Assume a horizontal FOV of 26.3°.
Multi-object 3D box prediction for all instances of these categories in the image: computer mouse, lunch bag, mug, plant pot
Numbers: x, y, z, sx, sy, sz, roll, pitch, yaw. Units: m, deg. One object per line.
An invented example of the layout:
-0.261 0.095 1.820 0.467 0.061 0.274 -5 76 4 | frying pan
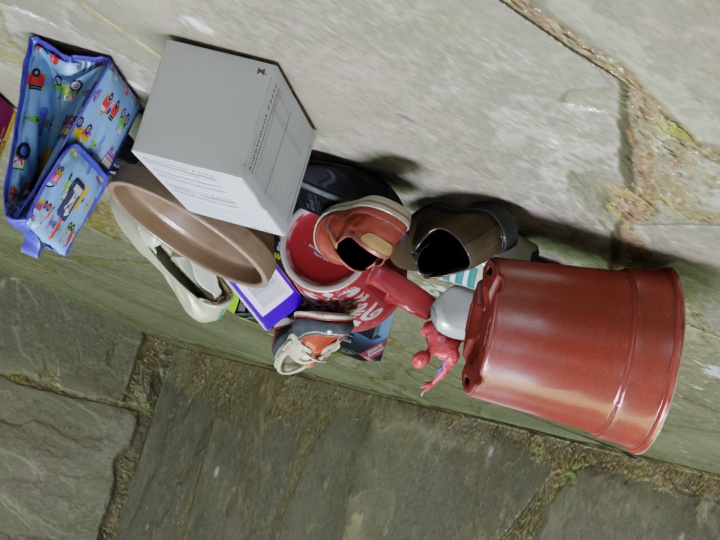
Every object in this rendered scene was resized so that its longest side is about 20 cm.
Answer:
-0.031 -0.093 1.647 0.198 0.053 0.139 24 163 6 | computer mouse
-0.310 -0.112 1.568 0.093 0.202 0.151 16 171 7 | lunch bag
-0.003 -0.011 1.818 0.175 0.135 0.200 -3 168 10 | mug
0.216 0.076 1.621 0.193 0.203 0.201 12 171 -6 | plant pot
-0.165 -0.073 1.656 0.200 0.093 0.201 28 166 8 | plant pot

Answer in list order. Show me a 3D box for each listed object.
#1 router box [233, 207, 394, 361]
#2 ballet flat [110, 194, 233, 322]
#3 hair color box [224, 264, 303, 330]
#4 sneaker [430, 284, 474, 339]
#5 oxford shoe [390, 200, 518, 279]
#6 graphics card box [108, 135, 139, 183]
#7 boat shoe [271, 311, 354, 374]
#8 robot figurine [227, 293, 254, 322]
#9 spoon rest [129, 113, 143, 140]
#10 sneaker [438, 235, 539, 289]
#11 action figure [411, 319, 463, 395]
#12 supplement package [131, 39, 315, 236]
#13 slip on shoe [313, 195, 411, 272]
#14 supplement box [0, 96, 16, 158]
-0.046 0.017 1.975 0.198 0.151 0.062 20 170 -22 | router box
-0.222 -0.026 1.841 0.201 0.069 0.069 52 163 -9 | ballet flat
-0.152 -0.026 1.856 0.110 0.065 0.200 54 179 -38 | hair color box
0.177 0.029 1.797 0.198 0.071 0.080 -11 164 -17 | sneaker
0.077 -0.028 1.644 0.199 0.084 0.073 -15 104 60 | oxford shoe
-0.308 -0.144 1.844 0.125 0.051 0.199 23 170 -29 | graphics card box
-0.059 0.085 1.826 0.070 0.063 0.200 10 169 -20 | boat shoe
-0.151 -0.003 2.066 0.174 0.117 0.200 0 -158 -27 | robot figurine
-0.251 -0.154 1.710 0.198 0.061 0.099 6 174 -13 | spoon rest
0.111 -0.018 1.734 0.093 0.071 0.199 18 175 -35 | sneaker
0.116 0.077 1.859 0.065 0.199 0.099 52 138 6 | action figure
-0.123 -0.121 1.446 0.108 0.115 0.200 14 169 12 | supplement package
-0.007 -0.030 1.601 0.074 0.062 0.200 28 165 -15 | slip on shoe
-0.505 -0.186 1.804 0.130 0.104 0.200 17 170 11 | supplement box
